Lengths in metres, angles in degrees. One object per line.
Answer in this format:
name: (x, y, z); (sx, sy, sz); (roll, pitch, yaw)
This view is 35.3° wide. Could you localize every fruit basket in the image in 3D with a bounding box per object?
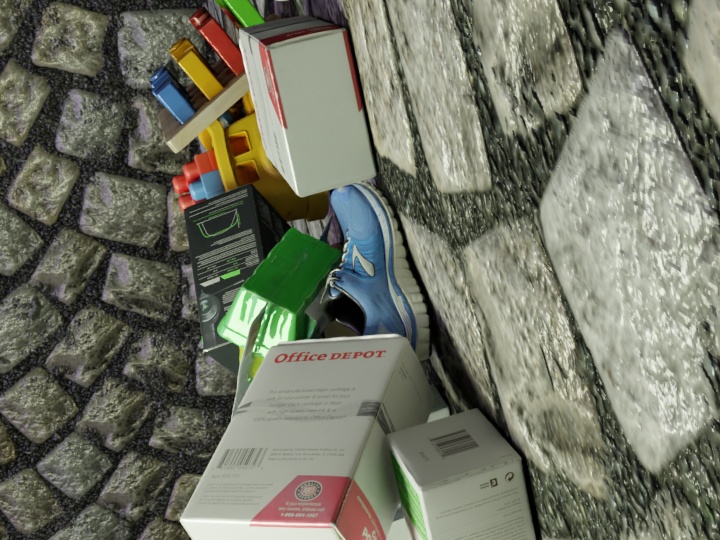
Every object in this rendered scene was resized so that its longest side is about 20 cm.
fruit basket: (-0.074, 0.068, 1.135); (0.186, 0.093, 0.201); (-54, -22, -46)

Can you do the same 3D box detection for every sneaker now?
sneaker: (0.000, 0.000, 1.044); (0.079, 0.088, 0.201); (86, 168, -54)

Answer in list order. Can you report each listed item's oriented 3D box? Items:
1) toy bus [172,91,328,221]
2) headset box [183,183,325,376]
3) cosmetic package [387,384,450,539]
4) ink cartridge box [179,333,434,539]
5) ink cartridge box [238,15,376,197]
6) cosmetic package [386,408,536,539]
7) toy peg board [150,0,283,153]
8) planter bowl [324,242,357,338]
toy bus: (-0.144, -0.149, 1.398); (0.136, 0.190, 0.202); (93, 161, -71)
headset box: (-0.117, 0.033, 1.323); (0.174, 0.092, 0.202); (48, -154, -60)
cosmetic package: (0.024, 0.225, 1.084); (0.052, 0.149, 0.202); (-122, 18, -64)
ink cartridge box: (-0.036, 0.154, 0.937); (0.083, 0.145, 0.201); (64, -145, -33)
ink cartridge box: (-0.057, -0.172, 1.132); (0.200, 0.082, 0.148); (-128, 25, -69)
cosmetic package: (0.089, 0.224, 0.875); (0.108, 0.084, 0.202); (-136, 33, -72)
toy peg board: (-0.184, -0.259, 1.353); (0.098, 0.199, 0.200); (49, -179, -21)
planter bowl: (-0.066, 0.077, 1.480); (0.200, 0.134, 0.202); (165, 90, -82)
